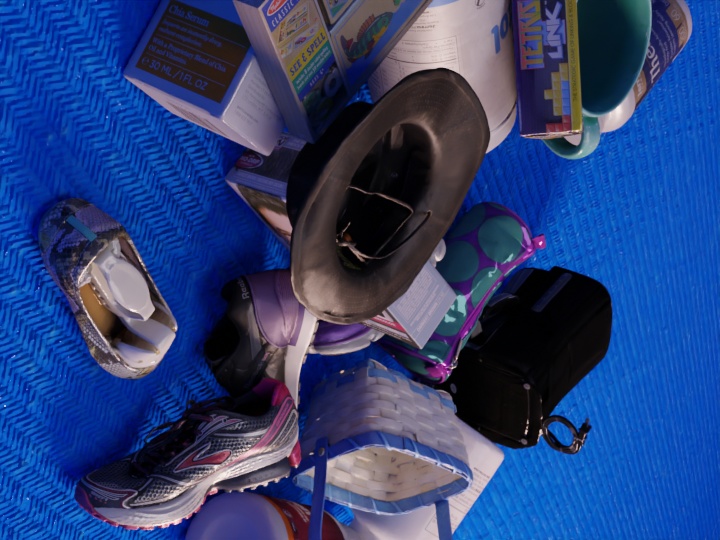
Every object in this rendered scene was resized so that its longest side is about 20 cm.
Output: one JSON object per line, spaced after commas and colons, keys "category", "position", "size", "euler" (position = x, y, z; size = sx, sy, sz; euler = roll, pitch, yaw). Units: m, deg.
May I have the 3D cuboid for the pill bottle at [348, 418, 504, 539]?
{"category": "pill bottle", "position": [0.052, 0.242, 1.391], "size": [0.201, 0.114, 0.114], "euler": [-55, 150, -2]}

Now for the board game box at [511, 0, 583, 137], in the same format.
{"category": "board game box", "position": [0.157, -0.214, 1.124], "size": [0.165, 0.056, 0.203], "euler": [-24, 111, -79]}

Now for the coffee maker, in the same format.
{"category": "coffee maker", "position": [0.202, 0.102, 1.475], "size": [0.200, 0.192, 0.135], "euler": [-38, 160, -42]}

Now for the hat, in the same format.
{"category": "hat", "position": [0.001, -0.066, 0.962], "size": [0.200, 0.081, 0.202], "euler": [-31, 139, -31]}

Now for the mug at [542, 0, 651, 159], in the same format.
{"category": "mug", "position": [0.191, -0.221, 1.292], "size": [0.152, 0.114, 0.187], "euler": [29, 82, -50]}

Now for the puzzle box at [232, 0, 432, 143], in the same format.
{"category": "puzzle box", "position": [0.000, -0.202, 0.906], "size": [0.201, 0.025, 0.134], "euler": [-53, 147, -20]}

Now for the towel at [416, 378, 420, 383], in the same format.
{"category": "towel", "position": [0.056, 0.197, 1.504], "size": [0.201, 0.024, 0.145], "euler": [-57, 147, -17]}

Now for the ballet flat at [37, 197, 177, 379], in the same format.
{"category": "ballet flat", "position": [-0.171, 0.030, 0.964], "size": [0.072, 0.072, 0.201], "euler": [-51, 148, -22]}

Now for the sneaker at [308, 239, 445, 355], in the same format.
{"category": "sneaker", "position": [0.000, 0.000, 1.233], "size": [0.200, 0.080, 0.084], "euler": [-51, 131, -35]}

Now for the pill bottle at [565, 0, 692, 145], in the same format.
{"category": "pill bottle", "position": [0.265, -0.222, 1.430], "size": [0.200, 0.110, 0.112], "euler": [-50, 147, -25]}

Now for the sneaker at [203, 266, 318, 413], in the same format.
{"category": "sneaker", "position": [-0.099, 0.080, 1.139], "size": [0.087, 0.076, 0.202], "euler": [-6, 128, -25]}

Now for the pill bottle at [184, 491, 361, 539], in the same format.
{"category": "pill bottle", "position": [-0.074, 0.275, 1.259], "size": [0.111, 0.109, 0.200], "euler": [-63, 150, -2]}

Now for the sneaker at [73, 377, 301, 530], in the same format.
{"category": "sneaker", "position": [-0.141, 0.145, 1.072], "size": [0.198, 0.080, 0.076], "euler": [-19, 120, -33]}

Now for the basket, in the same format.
{"category": "basket", "position": [0.024, 0.203, 1.256], "size": [0.175, 0.139, 0.202], "euler": [29, 44, -35]}

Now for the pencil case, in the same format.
{"category": "pencil case", "position": [0.103, 0.024, 1.374], "size": [0.201, 0.092, 0.085], "euler": [-54, 148, -20]}

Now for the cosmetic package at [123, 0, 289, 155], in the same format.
{"category": "cosmetic package", "position": [-0.069, -0.196, 0.927], "size": [0.202, 0.101, 0.071], "euler": [-63, 149, -5]}

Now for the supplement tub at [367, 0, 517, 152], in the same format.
{"category": "supplement tub", "position": [0.062, -0.203, 1.102], "size": [0.132, 0.131, 0.201], "euler": [-48, 146, -27]}

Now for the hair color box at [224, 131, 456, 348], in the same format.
{"category": "hair color box", "position": [-0.013, -0.026, 1.089], "size": [0.061, 0.098, 0.200], "euler": [-53, 130, -16]}
